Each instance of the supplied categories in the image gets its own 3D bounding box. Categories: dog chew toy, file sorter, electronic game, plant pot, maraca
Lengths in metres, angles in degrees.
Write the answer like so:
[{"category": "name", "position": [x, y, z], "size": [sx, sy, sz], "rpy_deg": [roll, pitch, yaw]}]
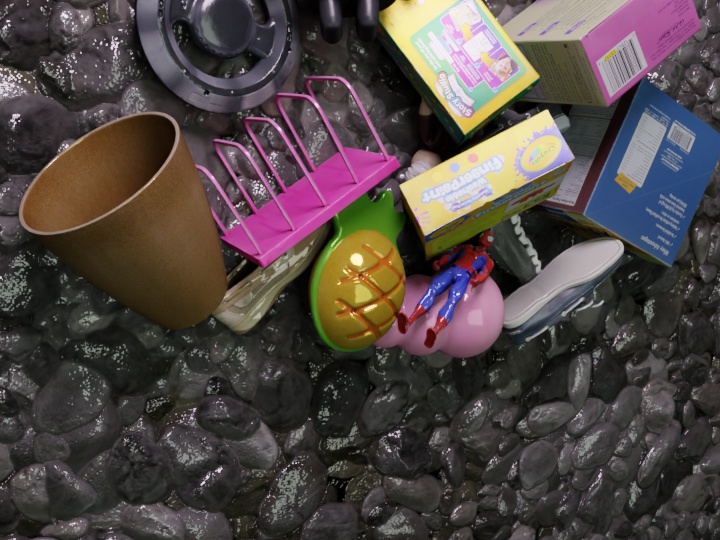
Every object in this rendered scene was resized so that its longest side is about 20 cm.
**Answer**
[{"category": "dog chew toy", "position": [0.089, 0.058, 1.161], "size": [0.198, 0.124, 0.126], "rpy_deg": [-3, 104, -19]}, {"category": "file sorter", "position": [-0.088, -0.123, 1.009], "size": [0.200, 0.139, 0.126], "rpy_deg": [-38, 115, -15]}, {"category": "electronic game", "position": [-0.158, -0.280, 0.987], "size": [0.199, 0.042, 0.202], "rpy_deg": [-4, 97, -32]}, {"category": "plant pot", "position": [-0.232, -0.034, 0.947], "size": [0.186, 0.186, 0.201], "rpy_deg": [-39, 130, -14]}, {"category": "maraca", "position": [0.000, 0.000, 1.053], "size": [0.136, 0.107, 0.202], "rpy_deg": [4, 97, -43]}]

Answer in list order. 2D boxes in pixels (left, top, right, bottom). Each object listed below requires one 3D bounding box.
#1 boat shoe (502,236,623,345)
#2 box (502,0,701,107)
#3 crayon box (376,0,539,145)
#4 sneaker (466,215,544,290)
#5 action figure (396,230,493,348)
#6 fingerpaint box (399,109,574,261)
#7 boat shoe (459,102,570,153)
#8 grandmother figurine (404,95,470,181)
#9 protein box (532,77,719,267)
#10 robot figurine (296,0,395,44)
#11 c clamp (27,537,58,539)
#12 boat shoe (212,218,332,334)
[{"category": "boat shoe", "position": [0.281, 0.031, 1.201], "size": [0.200, 0.075, 0.062], "rpy_deg": [-38, 123, -2]}, {"category": "box", "position": [0.295, -0.304, 1.128], "size": [0.176, 0.200, 0.097], "rpy_deg": [-39, 117, -14]}, {"category": "crayon box", "position": [0.110, -0.271, 1.065], "size": [0.118, 0.058, 0.201], "rpy_deg": [-37, 89, -4]}, {"category": "sneaker", "position": [0.194, -0.032, 1.224], "size": [0.090, 0.066, 0.201], "rpy_deg": [-28, 114, -11]}, {"category": "action figure", "position": [0.120, 0.012, 1.100], "size": [0.200, 0.065, 0.052], "rpy_deg": [-48, 152, -40]}, {"category": "fingerpaint box", "position": [0.152, -0.102, 1.091], "size": [0.199, 0.167, 0.074], "rpy_deg": [-27, 79, 1]}, {"category": "boat shoe", "position": [0.201, -0.191, 1.179], "size": [0.199, 0.070, 0.067], "rpy_deg": [-25, 84, -27]}, {"category": "grandmother figurine", "position": [0.112, -0.199, 1.143], "size": [0.121, 0.060, 0.201], "rpy_deg": [18, 96, -36]}, {"category": "protein box", "position": [0.378, -0.143, 1.249], "size": [0.198, 0.135, 0.201], "rpy_deg": [23, 91, -30]}, {"category": "robot figurine", "position": [-0.017, -0.363, 0.983], "size": [0.149, 0.124, 0.202], "rpy_deg": [-2, 87, -40]}, {"category": "c clamp", "position": [-0.420, 0.397, 1.031], "size": [0.170, 0.027, 0.202], "rpy_deg": [-15, 107, -29]}, {"category": "boat shoe", "position": [-0.109, -0.017, 1.062], "size": [0.064, 0.071, 0.200], "rpy_deg": [41, 82, -27]}]
